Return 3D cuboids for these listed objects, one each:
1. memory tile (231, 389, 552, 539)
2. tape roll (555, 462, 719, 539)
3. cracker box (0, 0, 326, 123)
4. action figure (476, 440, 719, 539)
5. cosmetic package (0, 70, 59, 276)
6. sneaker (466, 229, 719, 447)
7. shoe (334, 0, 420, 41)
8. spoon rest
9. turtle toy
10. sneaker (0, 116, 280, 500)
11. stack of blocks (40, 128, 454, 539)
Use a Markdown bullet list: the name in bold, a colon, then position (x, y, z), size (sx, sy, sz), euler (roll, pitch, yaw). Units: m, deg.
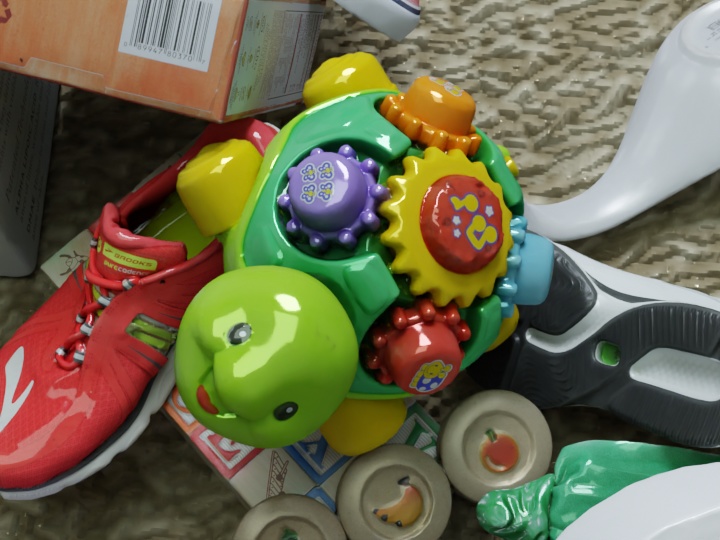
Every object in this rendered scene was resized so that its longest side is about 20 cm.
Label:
- **memory tile**: position (0.016, 0.153, 0.737), size (0.200, 0.017, 0.153), euler (-27, 92, -10)
- **tape roll**: position (0.151, 0.179, 0.673), size (0.202, 0.071, 0.203), euler (-1, 94, -8)
- **cracker box**: position (-0.098, -0.112, 0.781), size (0.134, 0.200, 0.058), euler (14, 99, 5)
- **action figure**: position (0.146, 0.115, 0.730), size (0.200, 0.055, 0.118), euler (12, 84, -7)
- **cosmetic package**: position (-0.247, -0.110, 0.824), size (0.165, 0.200, 0.165), euler (0, 67, 7)
- **sneaker**: position (0.129, 0.034, 0.793), size (0.200, 0.115, 0.076), euler (23, 101, 45)
- **shoe**: position (-0.028, -0.206, 0.831), size (0.200, 0.071, 0.091), euler (43, 101, 3)
- **spoon rest**: position (0.147, -0.073, 0.837), size (0.200, 0.061, 0.099), euler (-29, 39, -12)
- **turtle toy**: position (0.000, 0.000, 0.698), size (0.200, 0.101, 0.146), euler (-39, 104, -32)
- **sneaker**: position (-0.104, 0.008, 0.753), size (0.077, 0.085, 0.200), euler (35, 75, 21)
- **stack of blocks**: position (-0.039, 0.038, 0.811), size (0.115, 0.059, 0.200), euler (-40, 68, -9)
